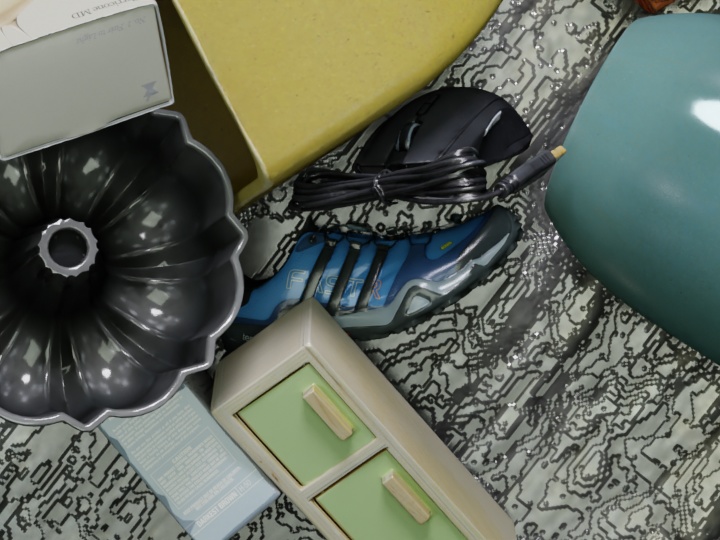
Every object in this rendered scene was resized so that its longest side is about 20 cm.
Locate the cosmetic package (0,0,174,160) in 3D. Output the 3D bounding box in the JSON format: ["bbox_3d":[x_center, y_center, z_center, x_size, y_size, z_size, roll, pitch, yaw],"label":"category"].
[{"bbox_3d":[-0.187,-0.158,1.233,0.103,0.200,0.073,-21,135,-16],"label":"cosmetic package"}]

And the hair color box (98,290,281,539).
[{"bbox_3d":[-0.130,0.070,1.347,0.061,0.099,0.200,-40,91,2],"label":"hair color box"}]

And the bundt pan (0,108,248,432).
[{"bbox_3d":[-0.168,-0.005,1.253,0.202,0.076,0.202,3,77,-15],"label":"bundt pan"}]

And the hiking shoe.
[{"bbox_3d":[0.000,0.000,1.355,0.200,0.074,0.087,-27,92,2],"label":"hiking shoe"}]

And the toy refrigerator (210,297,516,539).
[{"bbox_3d":[0.004,0.120,1.326,0.076,0.070,0.200,-35,110,16],"label":"toy refrigerator"}]

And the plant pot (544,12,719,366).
[{"bbox_3d":[0.203,-0.056,1.296,0.161,0.201,0.201,27,92,10],"label":"plant pot"}]

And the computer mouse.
[{"bbox_3d":[0.060,-0.076,1.279,0.140,0.200,0.046,-1,104,34],"label":"computer mouse"}]

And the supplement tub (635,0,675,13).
[{"bbox_3d":[0.223,-0.248,1.320,0.200,0.123,0.123,-37,91,2],"label":"supplement tub"}]

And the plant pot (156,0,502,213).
[{"bbox_3d":[-0.031,-0.167,1.300,0.200,0.194,0.196,-29,91,-14],"label":"plant pot"}]
